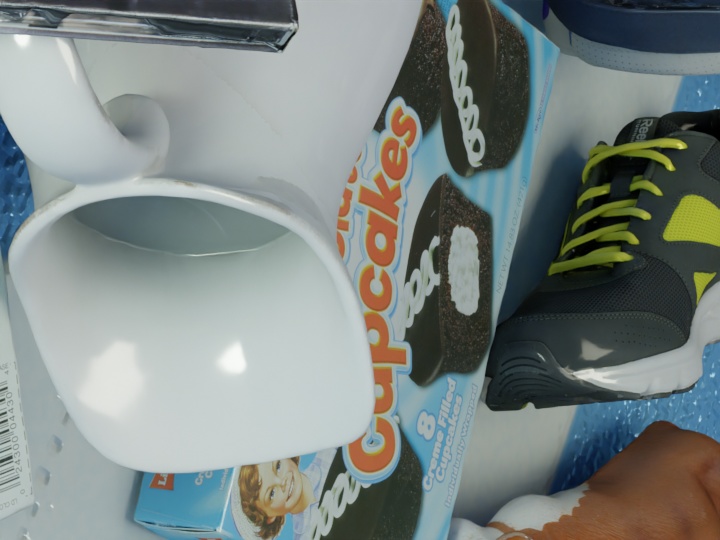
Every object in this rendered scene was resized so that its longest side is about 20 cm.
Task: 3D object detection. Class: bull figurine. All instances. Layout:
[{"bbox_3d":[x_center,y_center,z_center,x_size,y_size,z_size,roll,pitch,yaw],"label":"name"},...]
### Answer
[{"bbox_3d":[0.090,0.117,0.962,0.200,0.065,0.122,-27,94,-55],"label":"bull figurine"}]

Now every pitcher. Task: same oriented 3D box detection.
[{"bbox_3d":[-0.048,-0.077,0.687,0.172,0.120,0.201,67,20,-53],"label":"pitcher"}]

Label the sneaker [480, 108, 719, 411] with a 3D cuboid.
[{"bbox_3d":[0.091,-0.007,0.978,0.200,0.074,0.085,-27,109,-60],"label":"sneaker"}]

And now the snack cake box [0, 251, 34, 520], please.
[{"bbox_3d":[-0.147,-0.027,0.637,0.115,0.067,0.201,-20,108,-50],"label":"snack cake box"}]

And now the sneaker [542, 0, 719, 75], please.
[{"bbox_3d":[0.064,-0.121,0.917,0.199,0.147,0.081,12,52,-12],"label":"sneaker"}]

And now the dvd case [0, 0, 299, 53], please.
[{"bbox_3d":[-0.097,-0.139,0.597,0.148,0.016,0.201,2,63,-23],"label":"dvd case"}]

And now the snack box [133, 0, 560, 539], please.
[{"bbox_3d":[0.000,0.000,0.868,0.116,0.037,0.201,32,67,-50],"label":"snack box"}]
